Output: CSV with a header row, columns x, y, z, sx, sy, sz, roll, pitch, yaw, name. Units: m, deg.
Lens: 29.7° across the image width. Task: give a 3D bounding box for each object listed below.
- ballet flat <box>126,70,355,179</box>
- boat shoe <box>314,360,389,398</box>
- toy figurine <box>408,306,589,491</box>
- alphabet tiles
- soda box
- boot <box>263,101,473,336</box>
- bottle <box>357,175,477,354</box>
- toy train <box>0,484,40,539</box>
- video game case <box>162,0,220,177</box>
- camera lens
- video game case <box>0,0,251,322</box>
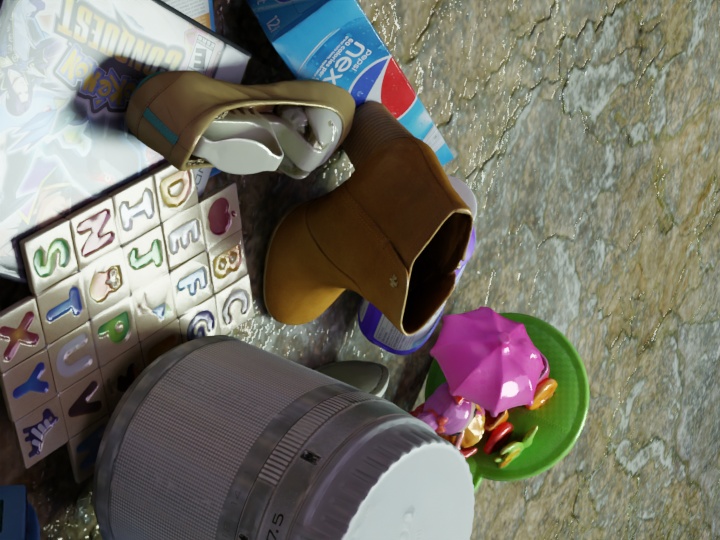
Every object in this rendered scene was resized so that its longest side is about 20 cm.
x,y,z,sx,sy,sz,roll,pitch,yaw,name
-0.059,-0.081,0.843,0.199,0.063,0.069,-5,134,-51,ballet flat
-0.030,0.127,1.031,0.201,0.071,0.062,-41,131,-61,boat shoe
0.090,0.105,1.129,0.200,0.150,0.184,-43,158,0,toy figurine
-0.139,0.029,0.834,0.199,0.006,0.169,-34,130,-41,alphabet tiles
-0.005,-0.137,0.961,0.064,0.068,0.200,-34,141,5,soda box
0.001,0.000,0.934,0.070,0.145,0.203,5,128,-32,boot
0.046,-0.005,1.035,0.084,0.065,0.201,-60,175,-26,bottle
-0.231,0.216,0.753,0.112,0.087,0.203,-1,110,-11,toy train
-0.142,-0.134,0.829,0.143,0.018,0.203,-33,129,-45,video game case
-0.051,0.138,0.823,0.159,0.198,0.162,-27,125,-45,camera lens
-0.157,-0.076,0.792,0.199,0.025,0.183,22,86,-56,video game case
